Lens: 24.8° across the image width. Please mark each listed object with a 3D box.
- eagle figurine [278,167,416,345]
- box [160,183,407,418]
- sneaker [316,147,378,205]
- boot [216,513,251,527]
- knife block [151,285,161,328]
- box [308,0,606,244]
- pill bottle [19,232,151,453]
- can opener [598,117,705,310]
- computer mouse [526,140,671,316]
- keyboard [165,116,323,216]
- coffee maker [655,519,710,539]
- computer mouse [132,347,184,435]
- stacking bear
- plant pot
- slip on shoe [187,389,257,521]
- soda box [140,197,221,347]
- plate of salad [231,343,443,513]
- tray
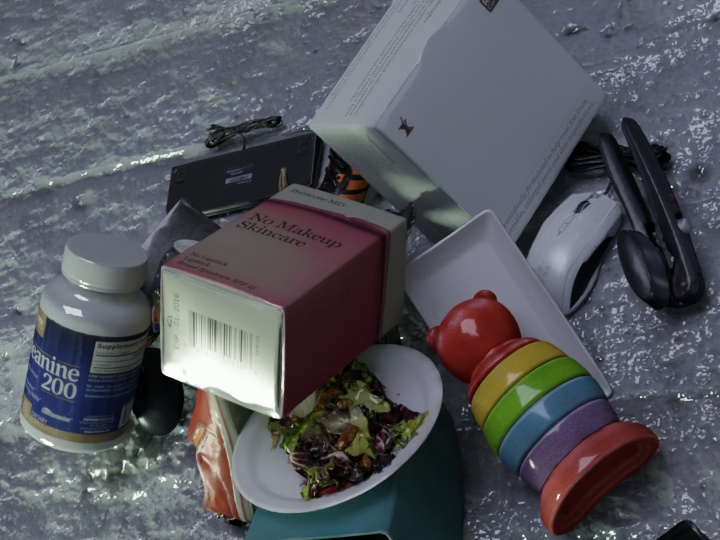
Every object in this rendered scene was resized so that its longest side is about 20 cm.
[{"bbox_3d":[-0.005,0.005,1.586,0.200,0.152,0.151,23,72,42],"label":"eagle figurine"},{"bbox_3d":[-0.063,0.021,1.405,0.127,0.109,0.200,18,32,26],"label":"box"},{"bbox_3d":[-0.017,-0.106,1.722,0.200,0.090,0.070,-48,45,-8],"label":"sneaker"},{"bbox_3d":[-0.105,0.162,1.598,0.199,0.069,0.175,2,66,43],"label":"boot"},{"bbox_3d":[-0.115,0.028,1.586,0.175,0.199,0.064,-17,86,51],"label":"knife block"},{"bbox_3d":[0.096,-0.155,1.593,0.199,0.200,0.131,-56,28,-14],"label":"box"},{"bbox_3d":[-0.269,0.070,1.631,0.111,0.111,0.201,36,120,44],"label":"pill bottle"},{"bbox_3d":[0.264,-0.054,1.493,0.063,0.079,0.201,-23,59,23],"label":"can opener"},{"bbox_3d":[0.210,-0.045,1.560,0.109,0.044,0.201,12,65,38],"label":"computer mouse"},{"bbox_3d":[-0.131,-0.121,1.861,0.199,0.021,0.128,-10,58,26],"label":"keyboard"},{"bbox_3d":[0.195,0.281,1.238,0.199,0.135,0.192,-32,69,-7],"label":"coffee maker"},{"bbox_3d":[-0.232,0.074,1.699,0.058,0.034,0.201,-22,82,8],"label":"computer mouse"},{"bbox_3d":[0.141,0.106,1.399,0.121,0.114,0.200,-41,64,0],"label":"stacking bear"},{"bbox_3d":[0.011,0.190,1.451,0.141,0.141,0.201,-9,45,28],"label":"plant pot"},{"bbox_3d":[-0.130,0.137,1.489,0.061,0.201,0.074,-1,23,16],"label":"slip on shoe"},{"bbox_3d":[-0.227,0.023,1.765,0.071,0.063,0.200,37,80,8],"label":"soda box"},{"bbox_3d":[-0.025,0.125,1.402,0.199,0.048,0.200,-20,32,13],"label":"plate of salad"},{"bbox_3d":[0.129,0.055,1.475,0.107,0.022,0.200,-34,90,6],"label":"tray"}]
